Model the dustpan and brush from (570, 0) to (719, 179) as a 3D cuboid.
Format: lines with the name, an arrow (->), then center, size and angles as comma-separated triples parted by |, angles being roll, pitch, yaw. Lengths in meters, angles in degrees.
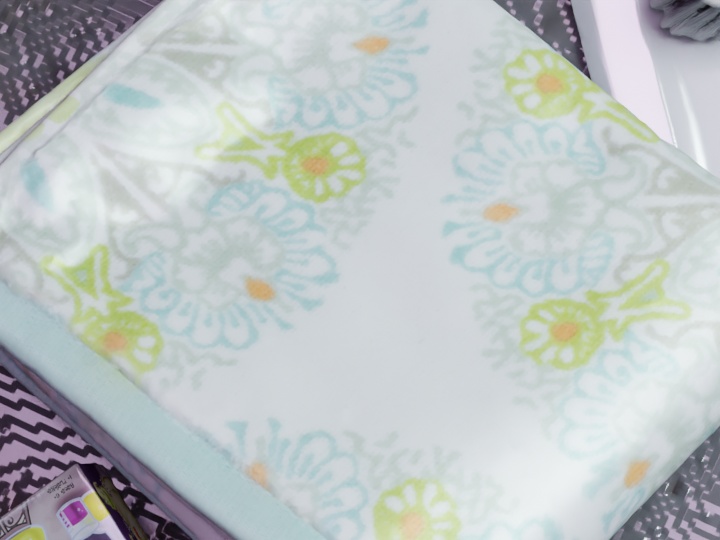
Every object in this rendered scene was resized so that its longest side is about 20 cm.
dustpan and brush -> 0.160, -0.097, 0.813 | 0.200, 0.057, 0.140 | -14, 79, 0

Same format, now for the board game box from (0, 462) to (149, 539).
board game box -> -0.121, 0.156, 0.777 | 0.200, 0.032, 0.120 | -36, 83, 7

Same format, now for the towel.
towel -> 0.000, 0.000, 0.782 | 0.200, 0.048, 0.171 | 41, 71, 17
